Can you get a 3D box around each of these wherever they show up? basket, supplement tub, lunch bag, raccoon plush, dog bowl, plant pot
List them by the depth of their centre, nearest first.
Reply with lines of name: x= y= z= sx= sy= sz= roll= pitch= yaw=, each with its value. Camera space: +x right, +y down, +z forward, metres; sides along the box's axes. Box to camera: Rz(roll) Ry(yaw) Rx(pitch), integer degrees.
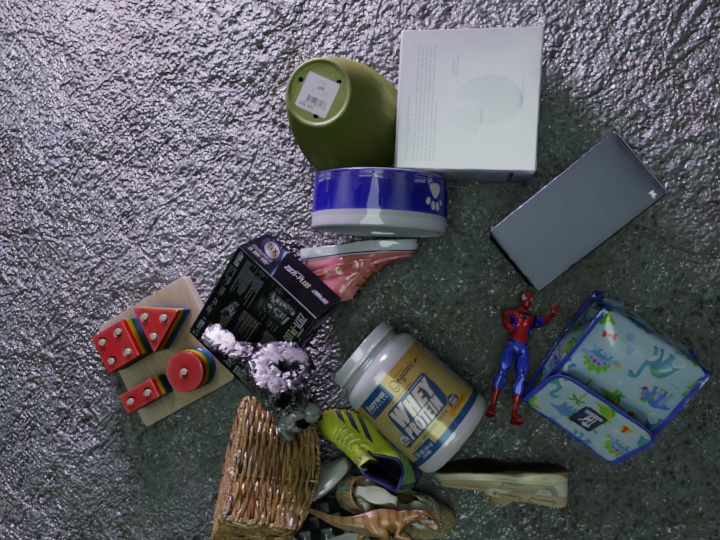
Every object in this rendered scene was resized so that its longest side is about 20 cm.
lunch bag: x=0.356 y=0.161 z=0.848 sx=0.170 sy=0.127 sz=0.201 roll=35 pitch=111 yaw=7
dog bowl: x=0.029 y=-0.095 z=0.868 sx=0.199 sy=0.200 sz=0.079 roll=3 pitch=89 yaw=12
plant pot: x=-0.034 y=-0.237 z=0.878 sx=0.186 sy=0.200 sz=0.189 roll=0 pitch=92 yaw=12
raccoon plush: x=-0.142 y=0.165 z=0.886 sx=0.200 sy=0.097 sz=0.134 roll=35 pitch=139 yaw=23
supplement tub: x=0.073 y=0.187 z=0.893 sx=0.200 sy=0.145 sz=0.145 roll=40 pitch=99 yaw=8
basket: x=-0.144 y=0.324 z=0.931 sx=0.142 sy=0.201 sz=0.149 roll=13 pitch=139 yaw=-13

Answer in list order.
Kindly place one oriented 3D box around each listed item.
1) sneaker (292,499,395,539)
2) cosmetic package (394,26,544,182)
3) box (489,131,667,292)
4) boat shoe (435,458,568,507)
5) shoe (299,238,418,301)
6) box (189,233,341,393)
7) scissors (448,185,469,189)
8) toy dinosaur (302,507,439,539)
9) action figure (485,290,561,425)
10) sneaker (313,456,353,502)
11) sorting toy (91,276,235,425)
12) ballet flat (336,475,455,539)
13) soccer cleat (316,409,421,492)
sneaker: x=-0.020 y=0.408 z=0.963 sx=0.199 sy=0.089 sz=0.075 roll=1 pitch=60 yaw=-9
cosmetic package: x=0.159 y=-0.239 z=0.875 sx=0.199 sy=0.123 sz=0.201 roll=4 pitch=92 yaw=11
box: x=0.289 y=-0.074 z=0.821 sx=0.200 sy=0.182 sz=0.104 roll=-40 pitch=83 yaw=10
boat shoe: x=0.216 y=0.332 z=0.905 sx=0.199 sy=0.072 sz=0.065 roll=-1 pitch=90 yaw=7
shoe: x=0.000 y=0.000 z=0.946 sx=0.199 sy=0.071 sz=0.092 roll=-6 pitch=92 yaw=17
box: x=-0.155 y=0.072 z=0.939 sx=0.164 sy=0.086 sz=0.200 roll=41 pitch=120 yaw=9
scissors: x=0.070 y=-0.140 z=0.931 sx=0.199 sy=0.073 sz=0.014 roll=2 pitch=90 yaw=-20
toy dinosaur: x=0.015 y=0.380 z=0.877 sx=0.199 sy=0.060 sz=0.107 roll=0 pitch=105 yaw=-3
action figure: x=0.236 y=0.115 z=0.859 sx=0.065 sy=0.099 sz=0.201 roll=15 pitch=68 yaw=2
sneaker: x=-0.107 y=0.349 z=0.975 sx=0.199 sy=0.070 sz=0.081 roll=-29 pitch=82 yaw=12
sorting toy: x=-0.349 y=0.145 z=1.023 sx=0.198 sy=0.070 sz=0.201 roll=-29 pitch=85 yaw=11
ballet flat: x=0.060 y=0.369 z=0.915 sx=0.199 sy=0.065 sz=0.071 roll=15 pitch=60 yaw=-6
soccer cleat: x=0.003 y=0.279 z=0.927 sx=0.199 sy=0.084 sz=0.065 roll=25 pitch=104 yaw=28
